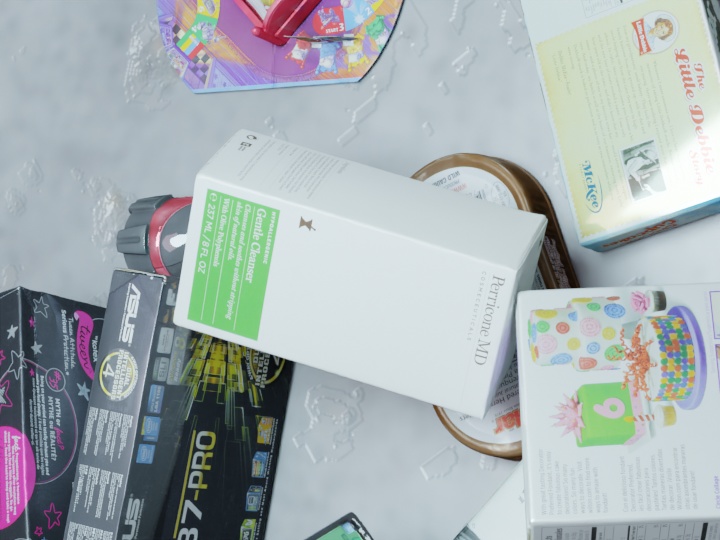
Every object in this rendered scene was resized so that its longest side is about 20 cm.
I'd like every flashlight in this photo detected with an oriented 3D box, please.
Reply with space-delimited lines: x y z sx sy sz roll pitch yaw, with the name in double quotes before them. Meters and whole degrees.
"flashlight" -0.068 -0.022 1.484 0.199 0.068 0.068 -3 80 41

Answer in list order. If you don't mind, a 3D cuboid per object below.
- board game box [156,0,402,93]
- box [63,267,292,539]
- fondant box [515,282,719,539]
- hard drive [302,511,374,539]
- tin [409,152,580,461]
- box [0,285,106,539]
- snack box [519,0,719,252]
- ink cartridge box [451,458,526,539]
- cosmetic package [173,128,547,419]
"board game box" -0.065 -0.204 1.538 0.199 0.039 0.159 -1 83 28
"box" -0.113 0.106 1.458 0.049 0.161 0.201 9 88 34
"fondant box" 0.189 0.083 1.287 0.198 0.058 0.145 -2 61 2
"hard drive" -0.005 0.254 1.313 0.139 0.038 0.200 -29 66 -22
"tin" 0.080 0.022 1.434 0.112 0.042 0.201 -28 71 28
"box" -0.228 0.131 1.529 0.132 0.114 0.201 -19 67 35
"snack box" 0.169 -0.124 1.402 0.116 0.037 0.201 -19 75 26
"ink cartridge box" 0.127 0.197 1.359 0.200 0.083 0.147 -49 65 15
"cosmetic package" 0.000 0.000 1.363 0.199 0.085 0.108 16 117 12
